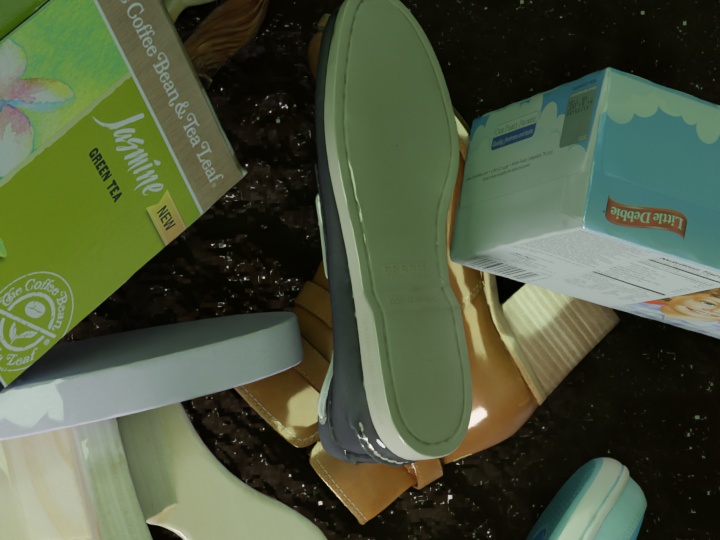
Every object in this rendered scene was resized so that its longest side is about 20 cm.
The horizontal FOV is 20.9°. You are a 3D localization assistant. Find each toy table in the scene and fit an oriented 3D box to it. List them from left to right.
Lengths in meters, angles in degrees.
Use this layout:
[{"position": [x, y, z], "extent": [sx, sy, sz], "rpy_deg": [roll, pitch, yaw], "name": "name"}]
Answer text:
[{"position": [-0.113, 0.092, 0.807], "extent": [0.199, 0.184, 0.118], "rpy_deg": [-11, 96, -6], "name": "toy table"}]

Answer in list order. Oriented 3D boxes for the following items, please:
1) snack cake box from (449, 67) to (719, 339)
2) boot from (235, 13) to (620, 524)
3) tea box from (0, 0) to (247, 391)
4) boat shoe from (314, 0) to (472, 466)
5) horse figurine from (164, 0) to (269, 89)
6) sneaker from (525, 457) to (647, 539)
[{"position": [0.152, -0.016, 0.817], "extent": [0.199, 0.115, 0.067], "rpy_deg": [16, 77, -22], "name": "snack cake box"}, {"position": [0.000, 0.000, 0.875], "extent": [0.155, 0.074, 0.200], "rpy_deg": [-39, 86, 2], "name": "boot"}, {"position": [-0.190, -0.058, 0.747], "extent": [0.197, 0.134, 0.200], "rpy_deg": [-42, 49, -16], "name": "tea box"}, {"position": [-0.001, -0.017, 0.811], "extent": [0.072, 0.063, 0.201], "rpy_deg": [6, 73, -42], "name": "boat shoe"}, {"position": [-0.101, -0.169, 0.885], "extent": [0.132, 0.050, 0.200], "rpy_deg": [-32, 80, -19], "name": "horse figurine"}, {"position": [0.110, 0.192, 0.865], "extent": [0.130, 0.080, 0.201], "rpy_deg": [25, 97, 3], "name": "sneaker"}]
